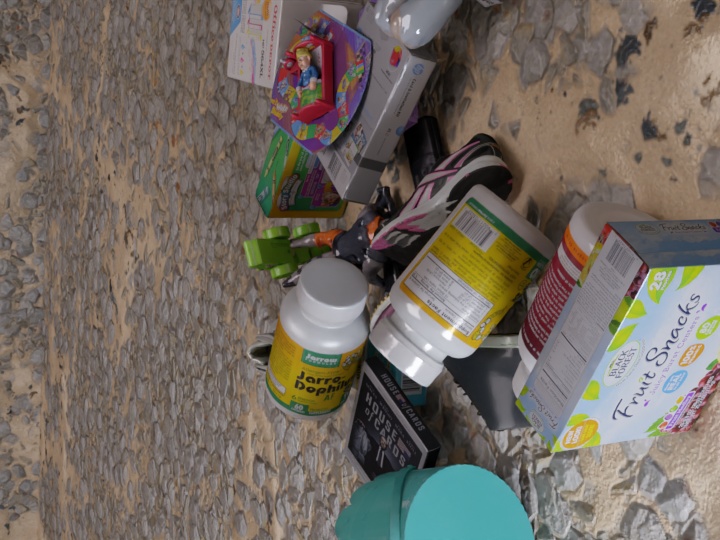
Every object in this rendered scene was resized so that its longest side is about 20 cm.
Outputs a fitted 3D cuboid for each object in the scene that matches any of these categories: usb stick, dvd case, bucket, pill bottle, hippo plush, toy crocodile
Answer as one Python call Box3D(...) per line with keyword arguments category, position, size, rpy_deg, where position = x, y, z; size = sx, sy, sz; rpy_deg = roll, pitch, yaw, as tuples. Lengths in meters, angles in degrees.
Box3D(category="usb stick", position=(0.090, -0.091, 1.368), size=(0.055, 0.032, 0.201), rpy_deg=(-31, 63, 49))
Box3D(category="dvd case", position=(0.036, 0.224, 1.418), size=(0.151, 0.025, 0.201), rpy_deg=(53, 149, 33))
Box3D(category="bucket", position=(0.082, 0.310, 1.235), size=(0.135, 0.206, 0.209), rpy_deg=(-32, 64, 52))
Box3D(category="pill bottle", position=(0.102, 0.019, 1.186), size=(0.200, 0.113, 0.113), rpy_deg=(-51, 39, 6))
Box3D(category="hippo plush", position=(0.054, -0.352, 1.239), size=(0.160, 0.161, 0.200), rpy_deg=(-50, 31, -4))
Box3D(category="pill bottle", position=(0.216, 0.046, 1.061), size=(0.113, 0.112, 0.201), rpy_deg=(57, 137, 44))
Box3D(category="toy crocodile", position=(-0.099, -0.024, 1.570), size=(0.061, 0.200, 0.068), rpy_deg=(-20, 85, 31))
Box3D(category="pill bottle", position=(-0.050, 0.084, 1.404), size=(0.201, 0.112, 0.113), rpy_deg=(107, 147, -43))

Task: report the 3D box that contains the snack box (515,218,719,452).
Box3D(category="snack box", position=(0.244, 0.054, 0.952), size=(0.068, 0.168, 0.201), rpy_deg=(55, 136, 42))

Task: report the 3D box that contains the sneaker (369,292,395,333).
Box3D(category="sneaker", position=(0.090, 0.044, 1.297), size=(0.200, 0.075, 0.090), rpy_deg=(-47, 67, 33))

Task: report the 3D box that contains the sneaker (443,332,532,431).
Box3D(category="sneaker", position=(0.127, 0.125, 1.263), size=(0.200, 0.074, 0.107), rpy_deg=(-8, 84, 60))

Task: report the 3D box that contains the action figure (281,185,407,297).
Box3D(category="action figure", position=(0.000, 0.000, 1.449), size=(0.193, 0.104, 0.201), rpy_deg=(-31, 68, 40))

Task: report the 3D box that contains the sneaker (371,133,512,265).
Box3D(category="sneaker", position=(0.096, -0.082, 1.306), size=(0.200, 0.080, 0.087), rpy_deg=(-33, 37, 31))

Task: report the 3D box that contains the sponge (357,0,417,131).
Box3D(category="sponge", position=(0.032, -0.262, 1.437), size=(0.111, 0.030, 0.201), rpy_deg=(-30, 55, 57))

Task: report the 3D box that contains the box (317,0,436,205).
Box3D(category="box", position=(0.008, -0.207, 1.388), size=(0.201, 0.041, 0.156), rpy_deg=(-65, 32, 27))

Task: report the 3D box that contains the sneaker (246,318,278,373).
Box3D(category="sneaker", position=(-0.121, 0.104, 1.675), size=(0.200, 0.115, 0.074), rpy_deg=(11, 103, 62))

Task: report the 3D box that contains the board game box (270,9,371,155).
Box3D(category="board game box", position=(-0.067, -0.242, 1.414), size=(0.200, 0.039, 0.159), rpy_deg=(44, 111, 48))

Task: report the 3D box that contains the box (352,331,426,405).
Box3D(category="box", position=(0.017, 0.116, 1.490), size=(0.200, 0.049, 0.083), rpy_deg=(15, 104, 60))

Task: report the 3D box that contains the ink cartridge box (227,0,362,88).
Box3D(category="ink cartridge box", position=(-0.091, -0.322, 1.591), size=(0.200, 0.124, 0.129), rpy_deg=(27, 115, 59))

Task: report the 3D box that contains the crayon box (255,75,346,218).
Box3D(category="crayon box", position=(-0.059, -0.165, 1.546), size=(0.058, 0.118, 0.201), rpy_deg=(60, 139, 41))
